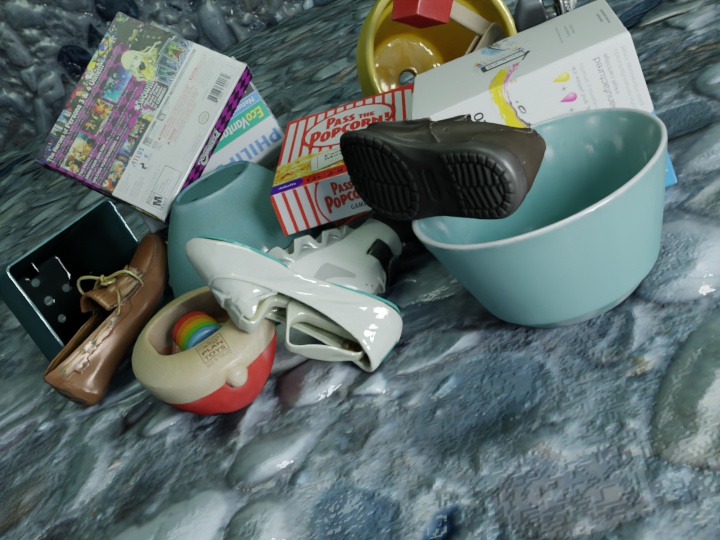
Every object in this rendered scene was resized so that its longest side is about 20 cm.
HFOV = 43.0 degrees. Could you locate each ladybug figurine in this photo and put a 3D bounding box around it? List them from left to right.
[{"bbox_3d":[-0.137,0.076,0.834,0.135,0.073,0.200,-33,23,-12],"label":"ladybug figurine"}]

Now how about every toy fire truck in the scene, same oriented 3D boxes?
[{"bbox_3d":[0.123,-0.212,0.966,0.198,0.143,0.049,2,4,-34],"label":"toy fire truck"}]

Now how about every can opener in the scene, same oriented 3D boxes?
[{"bbox_3d":[0.202,-0.226,0.946,0.066,0.200,0.053,-13,57,14],"label":"can opener"}]

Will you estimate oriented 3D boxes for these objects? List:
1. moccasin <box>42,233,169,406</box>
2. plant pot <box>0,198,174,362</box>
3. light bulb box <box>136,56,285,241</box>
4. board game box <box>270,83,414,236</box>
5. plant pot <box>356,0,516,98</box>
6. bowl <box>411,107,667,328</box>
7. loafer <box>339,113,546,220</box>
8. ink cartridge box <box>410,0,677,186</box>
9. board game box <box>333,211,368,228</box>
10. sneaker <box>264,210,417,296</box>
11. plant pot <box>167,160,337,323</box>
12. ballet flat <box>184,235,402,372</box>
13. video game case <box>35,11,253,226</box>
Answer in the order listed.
[{"bbox_3d":[-0.268,0.042,0.973,0.073,0.078,0.203,-6,49,53],"label":"moccasin"},{"bbox_3d":[-0.345,0.028,1.086,0.141,0.142,0.199,-42,16,-32],"label":"plant pot"},{"bbox_3d":[-0.187,-0.134,1.143,0.197,0.126,0.200,-35,-7,-1],"label":"light bulb box"},{"bbox_3d":[-0.006,-0.118,0.927,0.150,0.047,0.201,-16,27,9],"label":"board game box"},{"bbox_3d":[0.082,-0.264,1.185,0.199,0.202,0.189,-31,7,-10],"label":"plant pot"},{"bbox_3d":[0.150,-0.031,0.705,0.199,0.106,0.201,-23,23,10],"label":"bowl"},{"bbox_3d":[0.062,-0.081,0.695,0.071,0.074,0.199,-34,31,-29],"label":"loafer"},{"bbox_3d":[0.162,-0.132,0.848,0.198,0.148,0.145,-21,24,15],"label":"ink cartridge box"},{"bbox_3d":[-0.042,-0.088,1.139,0.095,0.030,0.199,-36,27,-19],"label":"board game box"},{"bbox_3d":[0.000,0.000,0.863,0.198,0.089,0.074,-24,-16,-32],"label":"sneaker"},{"bbox_3d":[-0.129,-0.036,0.983,0.198,0.136,0.201,-22,24,10],"label":"plant pot"},{"bbox_3d":[-0.063,0.030,0.756,0.198,0.070,0.070,20,34,3],"label":"ballet flat"},{"bbox_3d":[-0.243,-0.173,1.032,0.179,0.036,0.202,23,80,14],"label":"video game case"}]
